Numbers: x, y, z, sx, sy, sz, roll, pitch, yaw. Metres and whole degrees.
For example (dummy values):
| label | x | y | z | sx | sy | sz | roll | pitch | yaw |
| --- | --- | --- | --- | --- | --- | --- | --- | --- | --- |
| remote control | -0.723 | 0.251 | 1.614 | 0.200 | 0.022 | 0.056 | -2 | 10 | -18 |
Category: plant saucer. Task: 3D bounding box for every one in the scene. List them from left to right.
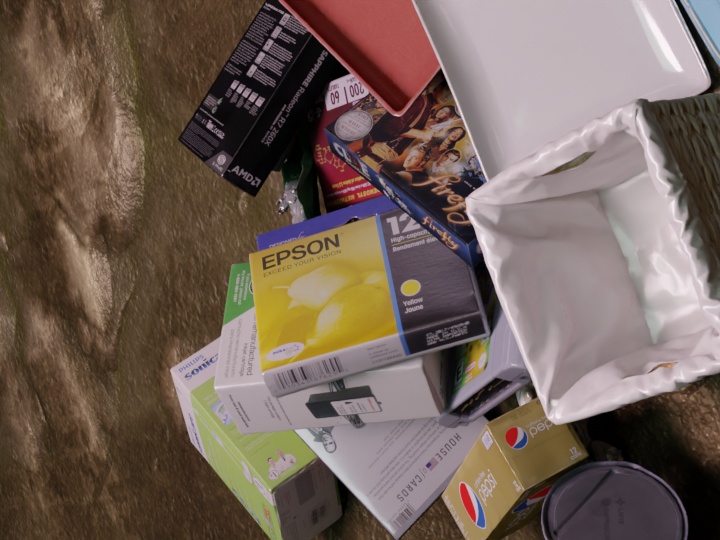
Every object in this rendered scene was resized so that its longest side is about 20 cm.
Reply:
| label | x | y | z | sx | sy | sz | roll | pitch | yaw |
| --- | --- | --- | --- | --- | --- | --- | --- | --- | --- |
| plant saucer | 0.045 | -0.268 | 1.231 | 0.200 | 0.037 | 0.200 | -50 | 59 | 13 |

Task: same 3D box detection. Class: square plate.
| label | x | y | z | sx | sy | sz | roll | pitch | yaw |
| --- | --- | --- | --- | --- | --- | --- | --- | --- | --- |
| square plate | 0.160 | -0.195 | 1.120 | 0.198 | 0.028 | 0.200 | -25 | 80 | 20 |

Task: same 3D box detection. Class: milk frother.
| label | x | y | z | sx | sy | sz | roll | pitch | yaw |
| --- | --- | --- | --- | --- | --- | --- | --- | --- | --- |
| milk frother | 0.243 | 0.284 | 1.098 | 0.197 | 0.182 | 0.190 | 0 | 135 | 8 |

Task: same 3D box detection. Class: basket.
| label | x | y | z | sx | sy | sz | roll | pitch | yaw |
| --- | --- | --- | --- | --- | --- | --- | --- | --- | --- |
| basket | 0.221 | -0.011 | 1.046 | 0.197 | 0.159 | 0.203 | -29 | 78 | 49 |

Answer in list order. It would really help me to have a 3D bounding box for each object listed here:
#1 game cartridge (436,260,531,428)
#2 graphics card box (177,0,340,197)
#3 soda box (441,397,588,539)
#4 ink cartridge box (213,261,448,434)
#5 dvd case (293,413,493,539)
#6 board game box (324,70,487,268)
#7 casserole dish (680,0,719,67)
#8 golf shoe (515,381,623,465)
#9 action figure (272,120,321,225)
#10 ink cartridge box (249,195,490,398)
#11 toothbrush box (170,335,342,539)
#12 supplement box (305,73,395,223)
| label | x | y | z | sx | sy | sz | roll | pitch | yaw |
| --- | --- | --- | --- | --- | --- | --- | --- | --- | --- |
| game cartridge | 0.116 | 0.052 | 1.202 | 0.200 | 0.040 | 0.135 | 128 | 156 | -64 |
| graphics card box | -0.093 | -0.185 | 1.360 | 0.201 | 0.051 | 0.125 | -57 | 37 | 2 |
| soda box | 0.130 | 0.180 | 1.183 | 0.064 | 0.067 | 0.201 | 59 | 160 | 19 |
| ink cartridge box | -0.023 | 0.061 | 1.251 | 0.197 | 0.083 | 0.148 | -7 | 51 | 14 |
| dvd case | 0.018 | 0.138 | 1.329 | 0.200 | 0.025 | 0.150 | 45 | 100 | 9 |
| board game box | 0.080 | -0.106 | 1.211 | 0.200 | 0.135 | 0.035 | 41 | 162 | 34 |
| casserole dish | 0.286 | -0.224 | 1.017 | 0.121 | 0.038 | 0.202 | -41 | 70 | 46 |
| golf shoe | 0.168 | 0.144 | 1.220 | 0.097 | 0.078 | 0.202 | -41 | 68 | 52 |
| action figure | -0.065 | -0.092 | 1.397 | 0.119 | 0.054 | 0.202 | 82 | -179 | -50 |
| ink cartridge box | 0.000 | 0.000 | 1.207 | 0.047 | 0.195 | 0.202 | 66 | -171 | -49 |
| toothbrush box | -0.114 | 0.191 | 1.503 | 0.200 | 0.086 | 0.147 | 42 | 155 | 33 |
| supplement box | 0.013 | -0.091 | 1.343 | 0.108 | 0.060 | 0.203 | -13 | 91 | 49 |
